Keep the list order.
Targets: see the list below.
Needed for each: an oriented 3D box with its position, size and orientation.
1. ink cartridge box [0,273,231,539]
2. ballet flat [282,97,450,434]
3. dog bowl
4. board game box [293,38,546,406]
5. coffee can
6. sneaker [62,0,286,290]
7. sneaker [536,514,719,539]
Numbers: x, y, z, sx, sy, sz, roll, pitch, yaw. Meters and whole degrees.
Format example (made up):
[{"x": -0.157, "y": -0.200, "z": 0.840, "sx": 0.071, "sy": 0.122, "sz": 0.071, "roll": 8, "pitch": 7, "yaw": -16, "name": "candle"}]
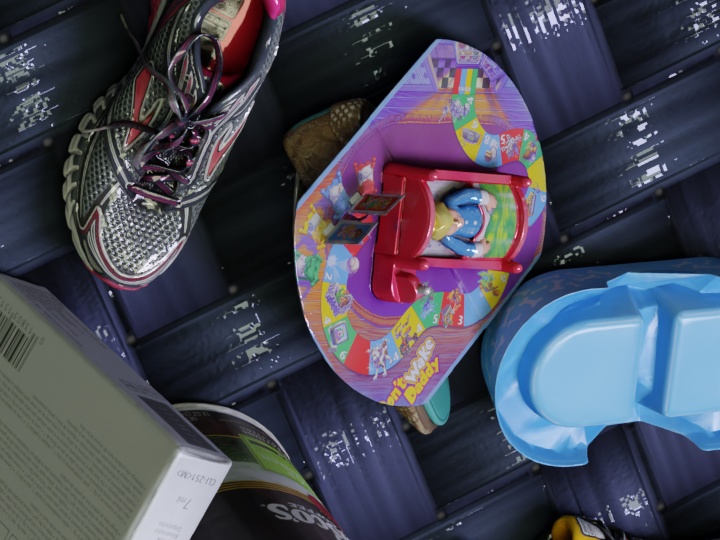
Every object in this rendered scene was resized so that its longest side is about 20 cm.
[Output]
[{"x": -0.172, "y": 0.121, "z": 1.525, "sx": 0.043, "sy": 0.200, "sz": 0.174, "roll": 20, "pitch": 103, "yaw": -45, "name": "ink cartridge box"}, {"x": 0.000, "y": 0.000, "z": 1.621, "sx": 0.065, "sy": 0.071, "sz": 0.201, "roll": -7, "pitch": 110, "yaw": 14, "name": "ballet flat"}, {"x": 0.160, "y": 0.047, "z": 1.678, "sx": 0.199, "sy": 0.050, "sz": 0.112, "roll": -5, "pitch": 116, "yaw": -20, "name": "dog bowl"}, {"x": 0.049, "y": -0.021, "z": 1.582, "sx": 0.200, "sy": 0.039, "sz": 0.158, "roll": -50, "pitch": 129, "yaw": -27, "name": "board game box"}, {"x": -0.072, "y": 0.175, "z": 1.572, "sx": 0.146, "sy": 0.200, "sz": 0.147, "roll": -7, "pitch": 112, "yaw": -18, "name": "coffee can"}, {"x": -0.099, "y": -0.083, "z": 1.545, "sx": 0.080, "sy": 0.075, "sz": 0.201, "roll": 16, "pitch": 104, "yaw": -22, "name": "sneaker"}, {"x": 0.150, "y": 0.183, "z": 1.716, "sx": 0.199, "sy": 0.078, "sz": 0.083, "roll": -11, "pitch": 110, "yaw": -14, "name": "sneaker"}]
